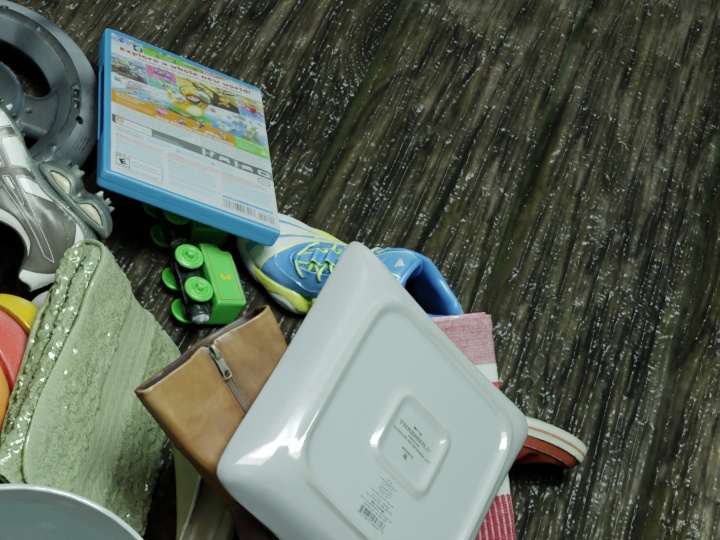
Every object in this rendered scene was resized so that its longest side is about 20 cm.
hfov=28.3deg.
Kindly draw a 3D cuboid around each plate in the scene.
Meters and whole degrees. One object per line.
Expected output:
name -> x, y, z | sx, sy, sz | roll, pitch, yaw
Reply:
plate -> 0.024, 0.113, 0.919 | 0.200, 0.032, 0.200 | 47, 53, -23

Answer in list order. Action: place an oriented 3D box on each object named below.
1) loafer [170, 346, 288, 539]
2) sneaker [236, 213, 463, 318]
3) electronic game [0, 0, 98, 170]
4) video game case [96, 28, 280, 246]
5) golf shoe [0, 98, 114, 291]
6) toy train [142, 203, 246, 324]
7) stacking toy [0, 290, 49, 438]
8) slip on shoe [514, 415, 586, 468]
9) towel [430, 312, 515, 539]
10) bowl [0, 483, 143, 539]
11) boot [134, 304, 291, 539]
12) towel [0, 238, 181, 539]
loafer -> -0.100, 0.135, 0.970 | 0.067, 0.076, 0.200 | 14, 55, 6
sneaker -> 0.000, 0.000, 1.084 | 0.200, 0.105, 0.076 | 34, 51, 6
electronic game -> -0.302, -0.132, 1.111 | 0.200, 0.042, 0.200 | 8, 60, -14
video game case -> -0.136, -0.107, 1.118 | 0.143, 0.018, 0.200 | 19, 34, -24
golf shoe -> -0.273, -0.069, 1.018 | 0.200, 0.078, 0.094 | 40, 62, 8
toy train -> -0.135, -0.043, 1.111 | 0.056, 0.042, 0.200 | 2, 53, -32
stacking toy -> -0.247, 0.065, 0.955 | 0.146, 0.146, 0.200 | 42, 33, 12
slip on shoe -> 0.072, 0.126, 1.052 | 0.200, 0.074, 0.061 | 11, 86, -20
towel -> 0.035, 0.134, 0.992 | 0.144, 0.023, 0.200 | -5, 86, -19
bowl -> -0.205, 0.216, 0.833 | 0.201, 0.090, 0.201 | -1, 93, -13
boot -> -0.075, 0.150, 0.872 | 0.188, 0.068, 0.200 | -39, 112, -28
towel -> -0.172, 0.092, 0.940 | 0.036, 0.148, 0.200 | -10, 45, 21
